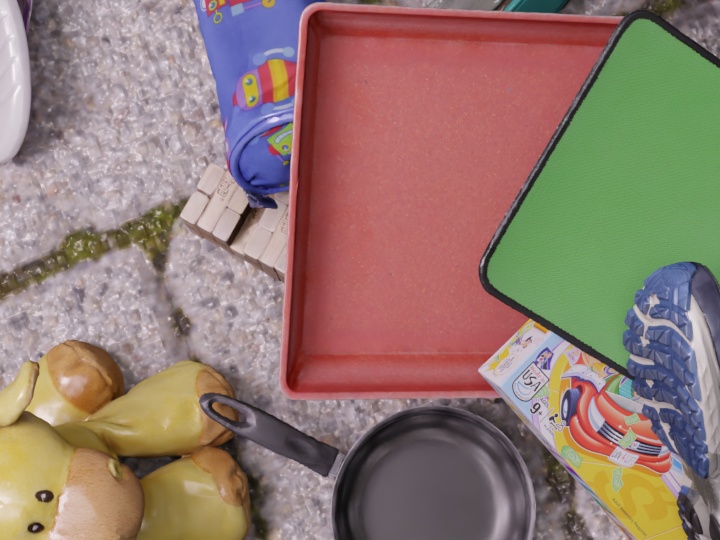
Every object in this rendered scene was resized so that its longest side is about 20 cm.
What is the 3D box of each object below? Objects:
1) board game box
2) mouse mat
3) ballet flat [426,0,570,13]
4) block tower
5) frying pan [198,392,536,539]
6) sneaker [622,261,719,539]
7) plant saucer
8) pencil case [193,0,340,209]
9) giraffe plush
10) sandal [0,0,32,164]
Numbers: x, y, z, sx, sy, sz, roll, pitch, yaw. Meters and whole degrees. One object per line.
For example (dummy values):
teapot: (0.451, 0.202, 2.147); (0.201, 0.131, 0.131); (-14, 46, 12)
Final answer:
board game box: (0.174, 0.077, 1.115); (0.134, 0.034, 0.200); (-45, 110, -4)
mouse mat: (0.172, -0.017, 1.073); (0.199, 0.008, 0.162); (31, 91, -22)
ballet flat: (0.114, -0.188, 1.190); (0.200, 0.067, 0.064); (-41, 52, -6)
block tower: (0.000, 0.000, 1.170); (0.199, 0.058, 0.054); (29, 85, 5)
frying pan: (0.002, 0.129, 1.148); (0.188, 0.031, 0.116); (4, 86, -8)
sneaker: (0.193, 0.072, 1.062); (0.085, 0.077, 0.201); (-27, 121, -12)
plant saucer: (0.054, -0.035, 1.091); (0.198, 0.037, 0.202); (0, 102, -17)
pencil case: (-0.051, -0.135, 1.155); (0.078, 0.087, 0.201); (-23, 59, 15)
giraffe plush: (-0.162, 0.116, 1.106); (0.198, 0.162, 0.174); (-7, 81, 1)
sandal: (-0.213, -0.161, 1.205); (0.050, 0.082, 0.204); (-6, 76, -41)
